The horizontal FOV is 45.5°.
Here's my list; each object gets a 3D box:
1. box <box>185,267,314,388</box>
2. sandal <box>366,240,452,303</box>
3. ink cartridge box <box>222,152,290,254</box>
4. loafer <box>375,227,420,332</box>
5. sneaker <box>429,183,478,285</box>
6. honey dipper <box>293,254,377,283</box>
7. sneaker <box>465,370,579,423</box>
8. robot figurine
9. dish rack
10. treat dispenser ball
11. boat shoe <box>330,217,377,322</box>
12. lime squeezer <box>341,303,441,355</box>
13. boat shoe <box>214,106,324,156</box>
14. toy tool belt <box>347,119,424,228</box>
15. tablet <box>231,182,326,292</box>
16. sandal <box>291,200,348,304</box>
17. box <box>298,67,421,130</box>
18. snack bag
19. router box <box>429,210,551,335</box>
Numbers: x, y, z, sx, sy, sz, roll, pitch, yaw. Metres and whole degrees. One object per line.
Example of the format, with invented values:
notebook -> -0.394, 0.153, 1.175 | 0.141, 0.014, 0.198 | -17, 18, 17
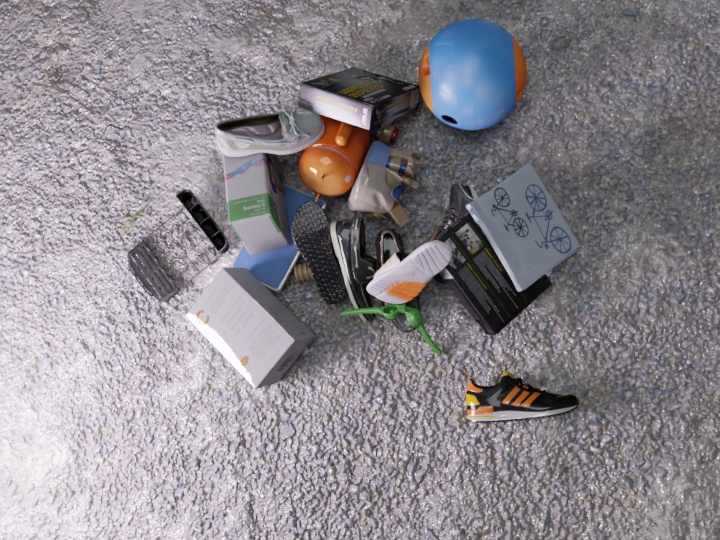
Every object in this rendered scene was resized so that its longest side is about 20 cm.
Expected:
box -> -0.207, 0.105, 1.615 | 0.200, 0.097, 0.125 | 43, 104, 14
sandal -> 0.093, -0.007, 1.521 | 0.079, 0.207, 0.059 | 31, 47, -21
ink cartridge box -> -0.200, -0.154, 1.638 | 0.087, 0.145, 0.201 | -13, 65, 5
loafer -> 0.065, 0.018, 1.602 | 0.072, 0.063, 0.201 | -14, 87, 3
sneaker -> 0.172, -0.066, 1.591 | 0.086, 0.080, 0.201 | 5, 77, -20
honey dipper -> -0.028, -0.014, 1.653 | 0.199, 0.038, 0.038 | -13, 77, 5
sneaker -> 0.285, 0.221, 1.533 | 0.199, 0.070, 0.090 | -8, 80, 10
robot figurine -> -0.050, -0.222, 1.641 | 0.143, 0.117, 0.201 | -9, 47, 36
dish rack -> -0.370, -0.043, 1.709 | 0.200, 0.055, 0.154 | -39, 74, 1
treat dispenser ball -> 0.207, -0.363, 1.599 | 0.200, 0.201, 0.202 | -2, 78, 9
boat shoe -> 0.000, 0.000, 1.603 | 0.067, 0.072, 0.201 | -13, 99, 8
lime squeezer -> 0.068, 0.089, 1.580 | 0.199, 0.071, 0.038 | 22, 48, -5
boat shoe -> -0.164, -0.256, 1.564 | 0.201, 0.065, 0.075 | -7, 66, -6
toy tool belt -> 0.062, -0.185, 1.640 | 0.122, 0.125, 0.201 | 24, 66, -5
tablet -> -0.160, -0.068, 1.685 | 0.130, 0.014, 0.201 | 25, 82, 29
sandal -> -0.077, -0.033, 1.627 | 0.075, 0.045, 0.201 | -18, 98, 7
box -> 0.002, -0.329, 1.624 | 0.158, 0.200, 0.049 | 23, 120, 23
snack bag -> 0.294, -0.075, 1.539 | 0.200, 0.021, 0.189 | -34, 94, -36
router box -> 0.229, -0.006, 1.547 | 0.149, 0.051, 0.200 | -39, 99, -13
